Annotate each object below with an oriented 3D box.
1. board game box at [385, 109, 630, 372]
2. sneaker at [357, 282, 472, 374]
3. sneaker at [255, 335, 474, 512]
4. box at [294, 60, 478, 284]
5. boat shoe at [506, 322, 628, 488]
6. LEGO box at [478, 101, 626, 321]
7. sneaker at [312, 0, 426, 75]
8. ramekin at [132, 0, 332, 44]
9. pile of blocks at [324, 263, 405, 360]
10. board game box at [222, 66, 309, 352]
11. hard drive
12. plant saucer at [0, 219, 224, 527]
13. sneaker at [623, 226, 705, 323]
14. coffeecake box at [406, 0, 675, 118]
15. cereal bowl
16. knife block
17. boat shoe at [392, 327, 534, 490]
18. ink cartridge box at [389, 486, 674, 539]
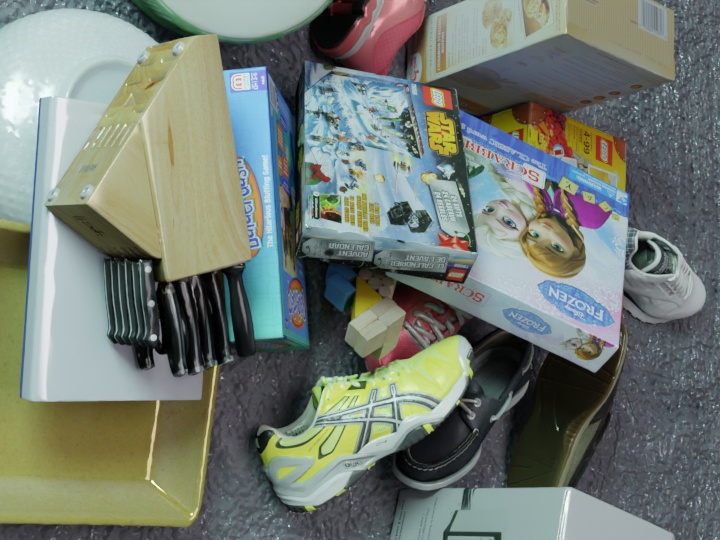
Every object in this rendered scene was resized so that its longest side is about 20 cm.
[{"bbox_3d":[0.135,-0.034,1.081,0.200,0.041,0.200,24,45,-9],"label":"board game box"},{"bbox_3d":[0.067,0.027,1.101,0.074,0.087,0.200,49,55,-22],"label":"sneaker"},{"bbox_3d":[0.006,0.111,1.011,0.200,0.075,0.076,-37,103,-10],"label":"sneaker"},{"bbox_3d":[0.017,-0.083,1.007,0.137,0.040,0.200,9,46,-11],"label":"box"},{"bbox_3d":[0.204,0.135,1.199,0.066,0.072,0.201,16,97,-57],"label":"boat shoe"},{"bbox_3d":[0.186,-0.045,1.233,0.149,0.077,0.200,15,73,-38],"label":"LEGO box"},{"bbox_3d":[0.030,-0.265,1.145,0.087,0.074,0.200,39,75,-43],"label":"sneaker"},{"bbox_3d":[-0.097,-0.269,0.956,0.200,0.098,0.200,-6,110,-16],"label":"ramekin"},{"bbox_3d":[0.000,0.000,1.060,0.082,0.062,0.200,12,46,-2],"label":"pile of blocks"},{"bbox_3d":[-0.075,-0.040,0.970,0.045,0.152,0.200,-5,82,4],"label":"board game box"},{"bbox_3d":[-0.164,-0.011,0.863,0.132,0.025,0.200,4,89,-39],"label":"hard drive"},{"bbox_3d":[-0.198,0.077,0.886,0.200,0.048,0.200,11,84,-40],"label":"plant saucer"},{"bbox_3d":[0.317,0.005,1.336,0.200,0.080,0.076,21,67,-38],"label":"sneaker"},{"bbox_3d":[0.165,-0.204,1.163,0.153,0.200,0.073,12,74,-39],"label":"coffeecake box"},{"bbox_3d":[-0.194,-0.101,0.914,0.200,0.083,0.200,10,75,-39],"label":"cereal bowl"},{"bbox_3d":[-0.112,-0.033,0.846,0.176,0.064,0.200,41,66,-33],"label":"knife block"},{"bbox_3d":[0.093,0.116,1.118,0.200,0.076,0.060,-47,153,-45],"label":"boat shoe"},{"bbox_3d":[0.142,0.242,1.060,0.146,0.200,0.084,28,65,-34],"label":"ink cartridge box"}]
